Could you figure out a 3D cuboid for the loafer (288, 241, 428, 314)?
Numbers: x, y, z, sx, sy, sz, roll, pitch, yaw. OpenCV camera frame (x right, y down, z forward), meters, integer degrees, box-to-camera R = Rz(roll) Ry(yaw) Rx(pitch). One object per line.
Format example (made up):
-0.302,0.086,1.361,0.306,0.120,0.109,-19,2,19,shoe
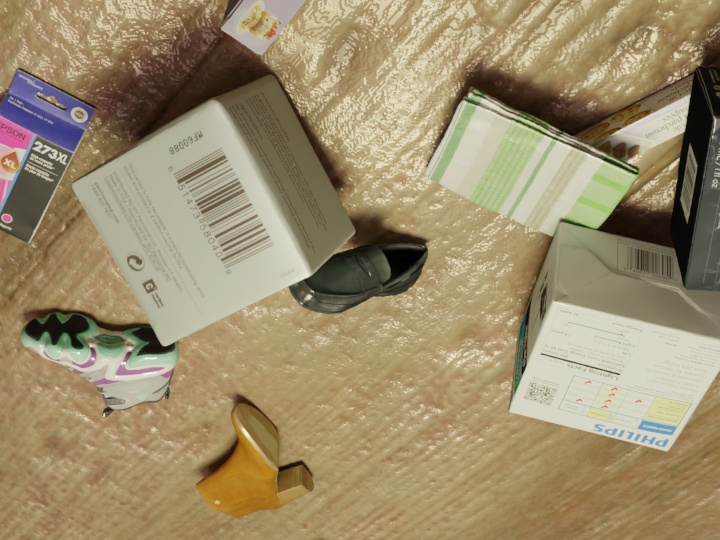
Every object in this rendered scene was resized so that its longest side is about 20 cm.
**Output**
0.000,0.000,1.241,0.068,0.200,0.070,55,128,20,loafer

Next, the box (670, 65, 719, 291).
0.426,-0.088,1.097,0.196,0.124,0.201,2,124,5,box

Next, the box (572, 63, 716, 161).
0.293,-0.150,1.172,0.200,0.042,0.039,-26,121,24,box

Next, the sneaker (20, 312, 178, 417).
-0.340,0.135,1.426,0.199,0.078,0.140,11,127,-3,sneaker

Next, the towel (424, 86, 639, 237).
0.181,-0.108,1.185,0.199,0.031,0.149,24,146,-2,towel

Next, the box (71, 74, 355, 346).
-0.149,-0.066,1.160,0.199,0.171,0.200,-25,100,23,box

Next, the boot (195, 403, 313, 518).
-0.170,0.273,1.522,0.144,0.071,0.201,-22,128,17,boot

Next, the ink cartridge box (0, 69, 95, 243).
-0.384,-0.126,1.257,0.094,0.037,0.200,27,123,-15,ink cartridge box

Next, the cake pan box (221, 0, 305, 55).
-0.043,-0.315,0.984,0.052,0.185,0.200,30,124,-23,cake pan box

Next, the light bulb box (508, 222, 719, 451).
0.285,0.077,1.229,0.197,0.125,0.200,14,137,1,light bulb box
